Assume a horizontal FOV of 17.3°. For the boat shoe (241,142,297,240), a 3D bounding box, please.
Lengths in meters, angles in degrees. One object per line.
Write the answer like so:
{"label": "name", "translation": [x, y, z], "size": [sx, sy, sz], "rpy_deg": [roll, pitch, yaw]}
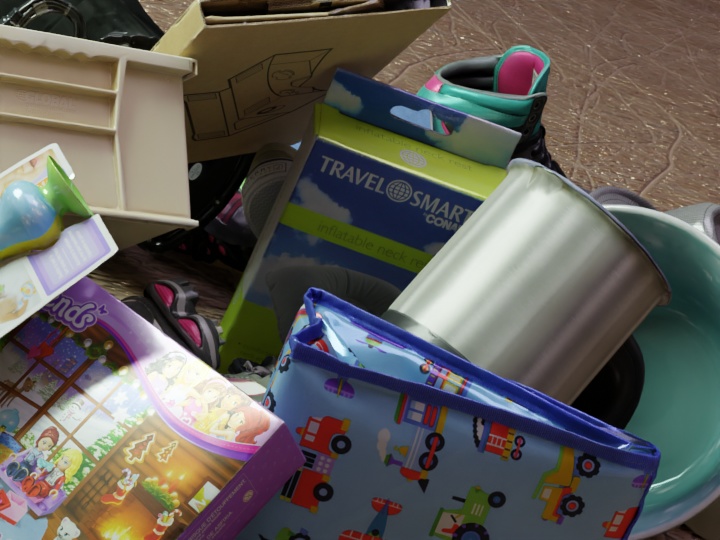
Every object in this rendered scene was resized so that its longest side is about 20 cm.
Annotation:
{"label": "boat shoe", "translation": [0.000, 0.000, 1.446], "size": [0.200, 0.072, 0.062], "rpy_deg": [53, 20, -26]}

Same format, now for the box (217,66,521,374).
{"label": "box", "translation": [0.002, -0.008, 1.376], "size": [0.122, 0.200, 0.048], "rpy_deg": [19, 32, -11]}

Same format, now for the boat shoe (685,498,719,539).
{"label": "boat shoe", "translation": [0.201, 0.118, 1.488], "size": [0.200, 0.071, 0.063], "rpy_deg": [23, 13, 15]}

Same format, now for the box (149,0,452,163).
{"label": "box", "translation": [-0.061, -0.109, 1.345], "size": [0.163, 0.200, 0.021], "rpy_deg": [-9, 73, -32]}

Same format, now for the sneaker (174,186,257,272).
{"label": "sneaker", "translation": [-0.087, -0.022, 1.563], "size": [0.084, 0.077, 0.200], "rpy_deg": [-17, 36, -37]}

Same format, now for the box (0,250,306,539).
{"label": "box", "translation": [-0.141, 0.076, 1.058], "size": [0.200, 0.137, 0.039], "rpy_deg": [33, -18, 32]}

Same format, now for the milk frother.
{"label": "milk frother", "translation": [0.041, 0.037, 1.307], "size": [0.200, 0.188, 0.181], "rpy_deg": [37, -12, 28]}

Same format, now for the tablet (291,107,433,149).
{"label": "tablet", "translation": [-0.001, -0.026, 1.509], "size": [0.130, 0.201, 0.014], "rpy_deg": [9, -20, -36]}

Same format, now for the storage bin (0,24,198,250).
{"label": "storage bin", "translation": [-0.221, -0.053, 1.236], "size": [0.198, 0.094, 0.200], "rpy_deg": [7, -17, -43]}

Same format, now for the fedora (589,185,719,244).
{"label": "fedora", "translation": [0.234, 0.024, 1.603], "size": [0.177, 0.090, 0.200], "rpy_deg": [-36, 102, -57]}

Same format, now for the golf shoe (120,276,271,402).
{"label": "golf shoe", "translation": [-0.089, 0.084, 1.240], "size": [0.088, 0.077, 0.200], "rpy_deg": [-18, 38, -28]}

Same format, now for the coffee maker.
{"label": "coffee maker", "translation": [-0.174, -0.131, 1.504], "size": [0.134, 0.192, 0.200], "rpy_deg": [-29, 33, -10]}

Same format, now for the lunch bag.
{"label": "lunch bag", "translation": [0.037, 0.122, 1.108], "size": [0.199, 0.151, 0.094], "rpy_deg": [22, 16, -2]}

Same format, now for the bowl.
{"label": "bowl", "translation": [0.154, 0.069, 1.408], "size": [0.200, 0.201, 0.105], "rpy_deg": [30, -1, 22]}

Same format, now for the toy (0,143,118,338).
{"label": "toy", "translation": [-0.214, 0.010, 1.064], "size": [0.047, 0.200, 0.115], "rpy_deg": [60, -5, -36]}

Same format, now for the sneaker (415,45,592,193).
{"label": "sneaker", "translation": [0.114, -0.090, 1.627], "size": [0.199, 0.121, 0.084], "rpy_deg": [13, 20, -29]}
